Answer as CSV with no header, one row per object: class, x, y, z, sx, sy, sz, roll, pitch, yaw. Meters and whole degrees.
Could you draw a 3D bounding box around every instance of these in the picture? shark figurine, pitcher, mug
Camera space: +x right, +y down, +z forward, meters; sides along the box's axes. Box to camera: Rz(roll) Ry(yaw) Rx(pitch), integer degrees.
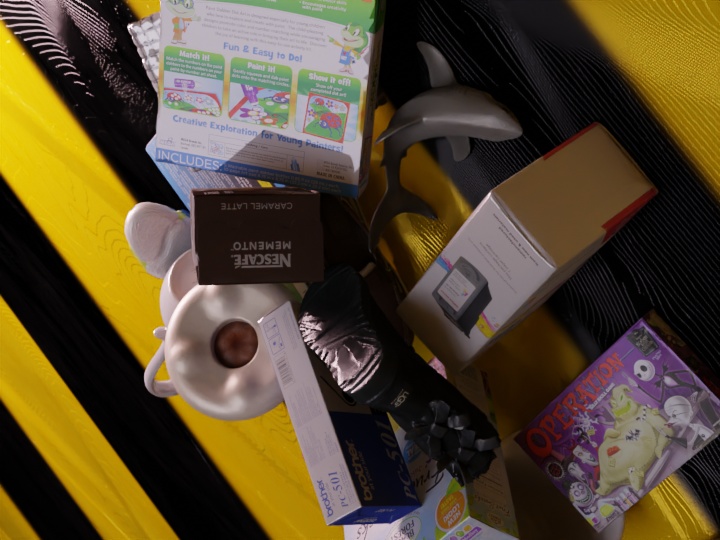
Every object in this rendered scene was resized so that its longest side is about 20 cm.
shark figurine,0.041,-0.114,1.274,0.128,0.089,0.214,53,142,5
pitcher,-0.172,0.066,1.543,0.121,0.171,0.200,60,172,29
mug,0.145,0.249,1.381,0.153,0.186,0.150,121,144,-61

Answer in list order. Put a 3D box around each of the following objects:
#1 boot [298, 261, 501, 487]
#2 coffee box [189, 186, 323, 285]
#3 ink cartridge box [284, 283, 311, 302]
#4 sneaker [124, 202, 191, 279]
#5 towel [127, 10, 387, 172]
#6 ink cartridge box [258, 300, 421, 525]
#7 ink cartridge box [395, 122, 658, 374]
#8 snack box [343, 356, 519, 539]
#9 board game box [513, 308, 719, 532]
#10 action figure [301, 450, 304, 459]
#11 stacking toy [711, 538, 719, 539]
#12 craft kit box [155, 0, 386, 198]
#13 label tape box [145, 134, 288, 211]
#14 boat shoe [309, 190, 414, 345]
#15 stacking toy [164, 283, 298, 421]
boot,0.036,0.091,1.227,0.162,0.073,0.198,38,-169,-31
coffee box,-0.100,-0.036,1.299,0.200,0.114,0.080,-143,51,-82
ink cartridge box,-0.040,0.061,1.442,0.146,0.048,0.200,57,-175,-5
sneaker,-0.214,-0.034,1.582,0.105,0.076,0.200,46,180,39
towel,-0.095,-0.193,1.319,0.199,0.086,0.166,-17,107,23
ink cartridge box,-0.019,0.128,1.262,0.044,0.094,0.201,-33,64,28
ink cartridge box,0.137,-0.017,1.188,0.086,0.147,0.200,48,145,10
snack box,0.057,0.204,1.322,0.068,0.200,0.169,27,124,-30
board game box,0.237,0.139,1.263,0.120,0.032,0.200,50,131,14
action figure,-0.039,0.167,1.520,0.200,0.065,0.099,-124,22,-73
stacking toy,0.365,0.345,1.278,0.200,0.085,0.085,51,144,0
craft kit box,-0.083,-0.178,1.250,0.199,0.049,0.198,12,119,11
label tape box,-0.131,-0.127,1.477,0.144,0.063,0.200,54,143,1
boat shoe,-0.006,0.003,1.408,0.203,0.075,0.075,62,-175,-10
stacking toy,-0.100,0.089,1.425,0.146,0.146,0.200,41,180,19
